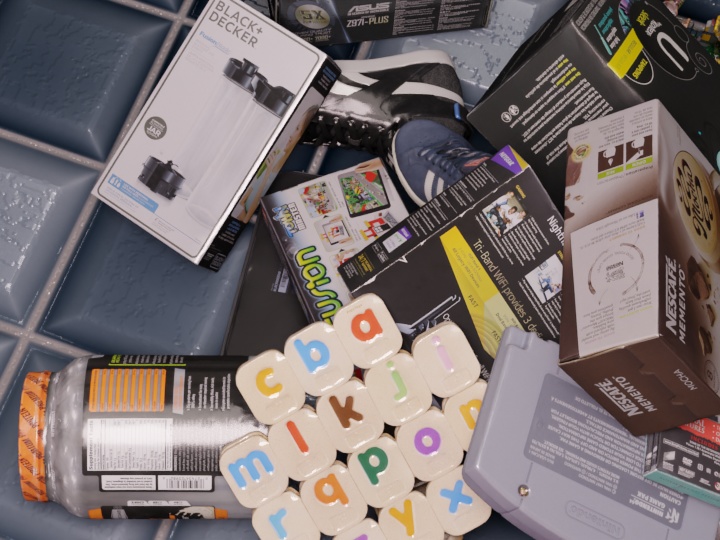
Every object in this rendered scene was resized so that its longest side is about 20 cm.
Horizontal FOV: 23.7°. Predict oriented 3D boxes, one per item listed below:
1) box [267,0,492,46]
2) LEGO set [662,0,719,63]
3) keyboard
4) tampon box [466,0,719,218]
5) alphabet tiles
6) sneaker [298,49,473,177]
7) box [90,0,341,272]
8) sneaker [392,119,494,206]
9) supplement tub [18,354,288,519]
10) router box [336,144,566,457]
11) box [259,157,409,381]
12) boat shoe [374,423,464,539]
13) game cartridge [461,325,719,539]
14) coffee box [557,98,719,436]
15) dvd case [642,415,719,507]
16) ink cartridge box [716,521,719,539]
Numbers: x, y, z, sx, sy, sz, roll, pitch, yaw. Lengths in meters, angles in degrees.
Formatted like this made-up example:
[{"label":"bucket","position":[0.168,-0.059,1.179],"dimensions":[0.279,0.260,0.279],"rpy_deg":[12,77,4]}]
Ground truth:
[{"label":"box","position":[0.008,-0.297,1.541],"dimensions":[0.197,0.086,0.166],"rpy_deg":[-7,63,-7]},{"label":"LEGO set","position":[0.259,-0.208,1.490],"dimensions":[0.198,0.116,0.155],"rpy_deg":[26,64,10]},{"label":"keyboard","position":[-0.037,0.011,1.416],"dimensions":[0.125,0.021,0.202],"rpy_deg":[10,63,8]},{"label":"tampon box","position":[0.214,-0.118,1.373],"dimensions":[0.200,0.126,0.150],"rpy_deg":[45,37,-6]},{"label":"alphabet tiles","position":[0.003,0.124,1.230],"dimensions":[0.199,0.015,0.197],"rpy_deg":[-29,107,1]},{"label":"sneaker","position":[0.001,-0.119,1.454],"dimensions":[0.198,0.073,0.113],"rpy_deg":[-14,63,-12]},{"label":"box","position":[-0.118,-0.115,1.409],"dimensions":[0.116,0.060,0.201],"rpy_deg":[34,91,14]},{"label":"sneaker","position":[0.090,-0.071,1.347],"dimensions":[0.074,0.085,0.200],"rpy_deg":[-27,52,-18]},{"label":"supplement tub","position":[-0.152,0.125,1.291],"dimensions":[0.197,0.123,0.124],"rpy_deg":[1,62,-2]},{"label":"router box","position":[0.101,0.035,1.262],"dimensions":[0.156,0.201,0.052],"rpy_deg":[-34,25,1]},{"label":"box","position":[0.000,0.000,1.361],"dimensions":[0.109,0.035,0.201],"rpy_deg":[-19,47,-7]},{"label":"boat shoe","position":[0.035,0.141,1.324],"dimensions":[0.073,0.067,0.202],"rpy_deg":[-16,61,0]},{"label":"game cartridge","position":[0.169,0.140,1.224],"dimensions":[0.198,0.040,0.135],"rpy_deg":[27,61,-15]},{"label":"coffee box","position":[0.201,-0.002,1.211],"dimensions":[0.079,0.113,0.202],"rpy_deg":[-18,49,31]},{"label":"dvd case","position":[0.280,0.083,1.267],"dimensions":[0.145,0.022,0.202],"rpy_deg":[22,60,-18]},{"label":"ink cartridge box","position":[0.274,0.102,1.348],"dimensions":[0.145,0.084,0.200],"rpy_deg":[36,67,15]}]
